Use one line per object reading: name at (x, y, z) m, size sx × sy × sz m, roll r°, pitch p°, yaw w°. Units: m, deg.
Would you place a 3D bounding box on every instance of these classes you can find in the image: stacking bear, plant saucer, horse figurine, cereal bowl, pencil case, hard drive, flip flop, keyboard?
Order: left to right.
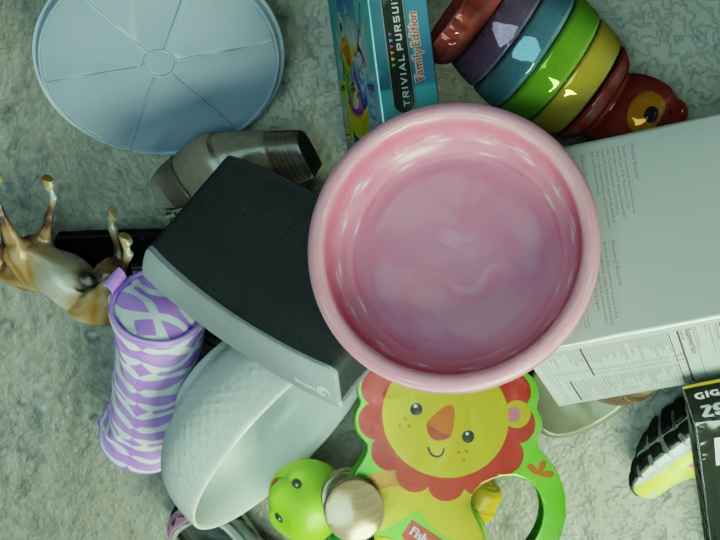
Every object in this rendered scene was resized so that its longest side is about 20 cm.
horse figurine at (-0.238, -0.007, 1.197) m, size 0.199 × 0.050 × 0.133 m, roll 24°, pitch 130°, yaw 14°
pencil case at (-0.175, 0.084, 1.178) m, size 0.085 × 0.084 × 0.200 m, roll 21°, pitch 136°, yaw 7°
keyboard at (-0.166, 0.011, 1.219) m, size 0.199 × 0.040 × 0.105 m, roll 1°, pitch 109°, yaw 31°
cereal bowl at (-0.086, 0.107, 1.153) m, size 0.083 × 0.200 × 0.200 m, roll 43°, pitch 106°, yaw 18°
hard drive at (-0.058, -0.001, 1.077) m, size 0.200 × 0.042 × 0.135 m, roll 32°, pitch 72°, yaw 24°
plant saucer at (0.065, -0.013, 0.988) m, size 0.199 × 0.051 × 0.202 m, roll -3°, pitch 76°, yaw 10°
stacking bear at (0.157, -0.150, 1.094) m, size 0.200 × 0.114 × 0.122 m, roll 35°, pitch 79°, yaw -7°
flip flop at (0.220, 0.071, 1.144) m, size 0.199 × 0.058 × 0.081 m, roll -25°, pitch 94°, yaw 15°

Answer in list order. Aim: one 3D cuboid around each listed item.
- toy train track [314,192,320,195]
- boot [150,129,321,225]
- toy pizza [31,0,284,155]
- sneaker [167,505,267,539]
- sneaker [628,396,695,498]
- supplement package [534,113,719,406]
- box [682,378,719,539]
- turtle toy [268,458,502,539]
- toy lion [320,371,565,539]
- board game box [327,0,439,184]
toy train track at (0.000, 0.000, 1.109) m, size 0.199 × 0.033 × 0.115 m, roll 4°, pitch 66°, yaw 14°
boot at (-0.082, -0.025, 1.195) m, size 0.146 × 0.070 × 0.201 m, roll -18°, pitch 101°, yaw 24°
toy pizza at (-0.161, -0.175, 1.152) m, size 0.199 × 0.032 × 0.201 m, roll -4°, pitch 135°, yaw -4°
sneaker at (-0.089, 0.272, 1.235) m, size 0.200 × 0.082 × 0.070 m, roll 39°, pitch 105°, yaw 3°
sneaker at (0.301, 0.128, 1.130) m, size 0.200 × 0.078 × 0.090 m, roll -39°, pitch 100°, yaw 19°
supplement package at (0.219, -0.005, 1.056) m, size 0.199 × 0.151 × 0.153 m, roll -11°, pitch 67°, yaw 14°
box at (0.335, 0.160, 1.088) m, size 0.159 × 0.049 × 0.201 m, roll -12°, pitch 123°, yaw 7°
turtle toy at (0.016, 0.215, 1.186) m, size 0.199 × 0.101 × 0.146 m, roll 27°, pitch 104°, yaw 1°
toy lion at (0.074, 0.144, 1.098) m, size 0.200 × 0.069 × 0.192 m, roll 35°, pitch 90°, yaw -3°
board game box at (0.014, -0.171, 1.096) m, size 0.047 × 0.151 × 0.201 m, roll -9°, pitch 98°, yaw -11°
